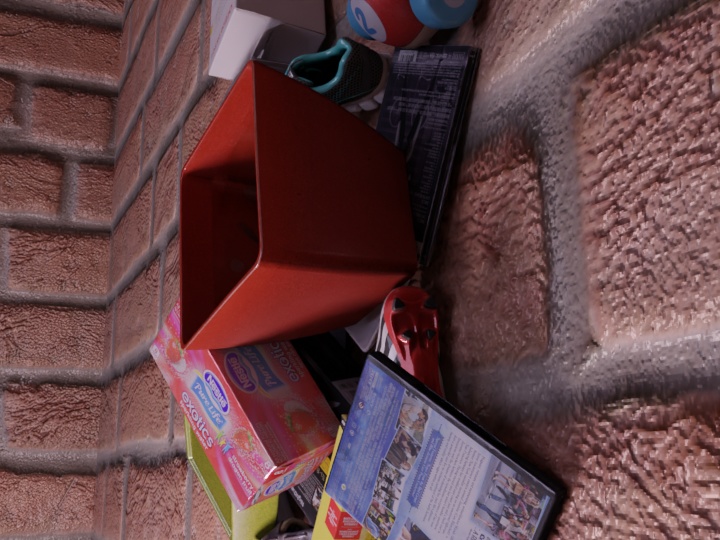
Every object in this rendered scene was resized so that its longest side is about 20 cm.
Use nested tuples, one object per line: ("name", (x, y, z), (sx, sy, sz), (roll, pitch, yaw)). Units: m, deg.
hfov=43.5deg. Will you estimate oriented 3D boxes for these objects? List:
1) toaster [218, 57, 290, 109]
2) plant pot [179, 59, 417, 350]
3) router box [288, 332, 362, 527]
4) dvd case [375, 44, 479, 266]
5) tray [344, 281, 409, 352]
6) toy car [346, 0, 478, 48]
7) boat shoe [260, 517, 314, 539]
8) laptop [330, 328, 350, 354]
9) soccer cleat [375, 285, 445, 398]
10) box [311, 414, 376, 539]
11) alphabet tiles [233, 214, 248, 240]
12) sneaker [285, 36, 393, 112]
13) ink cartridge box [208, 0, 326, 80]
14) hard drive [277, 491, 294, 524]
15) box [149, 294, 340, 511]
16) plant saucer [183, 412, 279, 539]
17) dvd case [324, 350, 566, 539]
("toaster", (-0.105, -0.161, 1.144), (0.180, 0.117, 0.203), (153, 120, -62))
("plant pot", (-0.057, -0.042, 0.855), (0.200, 0.174, 0.202), (-41, 47, 50))
("router box", (-0.051, 0.157, 0.974), (0.200, 0.052, 0.159), (45, 127, 42))
("dvd case", (0.050, -0.118, 0.880), (0.148, 0.016, 0.203), (27, 105, 61))
("tray", (0.000, 0.000, 0.961), (0.108, 0.022, 0.200), (-63, 29, 12))
("toy car", (-0.006, -0.315, 0.834), (0.184, 0.198, 0.179), (23, 101, 66))
("boat shoe", (-0.076, 0.320, 1.041), (0.199, 0.071, 0.066), (-24, 57, 60))
("laptop", (-0.099, 0.033, 1.092), (0.200, 0.114, 0.190), (160, 112, -64))
("soccer cleat", (0.044, 0.115, 0.816), (0.085, 0.068, 0.203), (124, 145, -72))
("box", (-0.001, 0.238, 0.873), (0.050, 0.074, 0.202), (-131, 51, -58))
("alphabet tiles", (-0.161, -0.014, 1.034), (0.201, 0.014, 0.197), (56, 152, 31))
("sneaker", (-0.061, -0.196, 0.977), (0.198, 0.091, 0.079), (-25, 65, 25))
("ink cartridge box", (-0.126, -0.341, 1.202), (0.129, 0.124, 0.202), (130, 144, -52))
("hard drive", (-0.140, 0.239, 1.163), (0.132, 0.026, 0.203), (-12, 96, 65))
("box", (-0.117, 0.121, 0.911), (0.201, 0.094, 0.103), (57, 134, 19))
("plant saucer", (-0.171, 0.245, 1.132), (0.200, 0.047, 0.201), (53, 151, 31))
("dvd case", (0.058, 0.175, 0.716), (0.199, 0.017, 0.144), (34, 116, 36))
